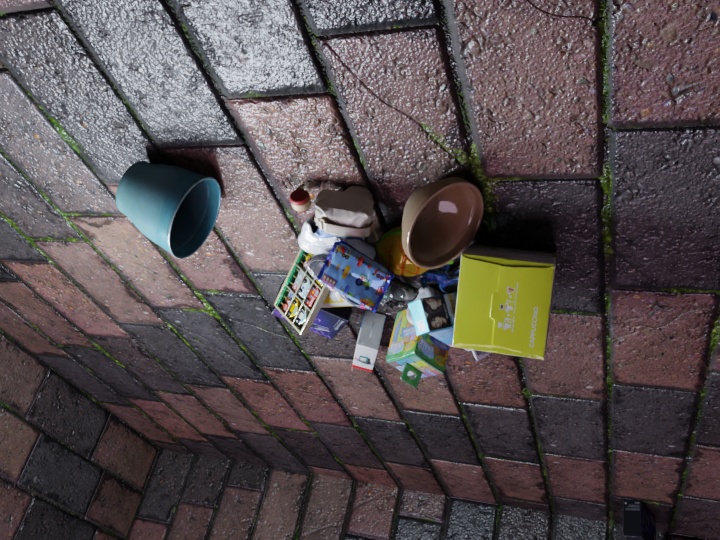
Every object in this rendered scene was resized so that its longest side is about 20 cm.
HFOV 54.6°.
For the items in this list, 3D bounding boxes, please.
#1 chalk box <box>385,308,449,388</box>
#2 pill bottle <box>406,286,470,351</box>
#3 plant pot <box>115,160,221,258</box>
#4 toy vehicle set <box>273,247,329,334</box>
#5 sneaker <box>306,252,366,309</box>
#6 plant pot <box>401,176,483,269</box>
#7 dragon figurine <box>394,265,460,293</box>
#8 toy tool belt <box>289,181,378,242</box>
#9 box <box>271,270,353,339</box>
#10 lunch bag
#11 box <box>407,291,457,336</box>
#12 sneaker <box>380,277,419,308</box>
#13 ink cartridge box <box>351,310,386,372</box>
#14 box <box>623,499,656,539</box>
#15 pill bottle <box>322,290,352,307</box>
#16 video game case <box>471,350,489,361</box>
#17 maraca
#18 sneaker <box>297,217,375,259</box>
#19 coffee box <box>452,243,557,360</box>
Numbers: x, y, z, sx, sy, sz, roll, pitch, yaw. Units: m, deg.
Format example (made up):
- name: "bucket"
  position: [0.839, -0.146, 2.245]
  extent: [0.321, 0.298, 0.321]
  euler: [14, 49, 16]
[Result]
- name: "chalk box"
  position: [0.159, 0.215, 1.902]
  extent: [0.123, 0.203, 0.123]
  euler: [34, 145, -28]
- name: "pill bottle"
  position: [0.226, 0.131, 1.829]
  extent: [0.198, 0.111, 0.108]
  euler: [31, 146, -22]
- name: "plant pot"
  position: [-0.458, -0.159, 1.632]
  extent: [0.185, 0.202, 0.202]
  euler: [25, 152, 14]
- name: "toy vehicle set"
  position: [-0.138, 0.042, 1.765]
  extent: [0.124, 0.203, 0.026]
  euler: [41, -157, 32]
- name: "sneaker"
  position: [-0.042, 0.023, 1.649]
  extent: [0.197, 0.075, 0.082]
  euler: [28, 108, 12]
- name: "plant pot"
  position: [0.153, -0.113, 1.451]
  extent: [0.093, 0.200, 0.202]
  euler: [44, 170, 40]
- name: "dragon figurine"
  position: [0.184, 0.002, 1.692]
  extent: [0.196, 0.060, 0.100]
  euler: [16, 149, 0]
- name: "toy tool belt"
  position: [-0.058, -0.115, 1.564]
  extent: [0.195, 0.126, 0.124]
  euler: [7, 140, 16]
- name: "box"
  position: [-0.128, 0.087, 1.932]
  extent: [0.196, 0.106, 0.148]
  euler: [23, 148, -10]
- name: "lunch bag"
  position: [0.000, 0.000, 1.580]
  extent: [0.149, 0.095, 0.200]
  euler: [30, -168, 2]
- name: "box"
  position: [0.211, 0.102, 1.720]
  extent: [0.197, 0.084, 0.049]
  euler: [-8, 168, -41]
- name: "sneaker"
  position: [0.087, 0.061, 1.732]
  extent: [0.074, 0.081, 0.200]
  euler: [21, -178, -18]
- name: "ink cartridge box"
  position: [0.022, 0.218, 2.055]
  extent: [0.066, 0.118, 0.201]
  euler: [14, 150, 2]
- name: "box"
  position: [1.118, 1.023, 2.788]
  extent: [0.078, 0.144, 0.200]
  euler: [-9, 141, 37]
- name: "pill bottle"
  position: [-0.040, 0.036, 1.777]
  extent: [0.198, 0.113, 0.111]
  euler: [-5, 144, 47]
- name: "video game case"
  position: [0.346, 0.129, 1.748]
  extent: [0.180, 0.024, 0.201]
  euler: [-32, 139, -1]
- name: "maraca"
  position: [0.127, -0.047, 1.594]
  extent: [0.196, 0.109, 0.138]
  euler: [-7, 141, 32]
- name: "sneaker"
  position: [-0.057, -0.067, 1.689]
  extent: [0.195, 0.076, 0.088]
  euler: [15, 144, 0]
- name: "coffee box"
  position: [0.315, 0.060, 1.513]
  extent: [0.195, 0.205, 0.198]
  euler: [7, -170, 15]
